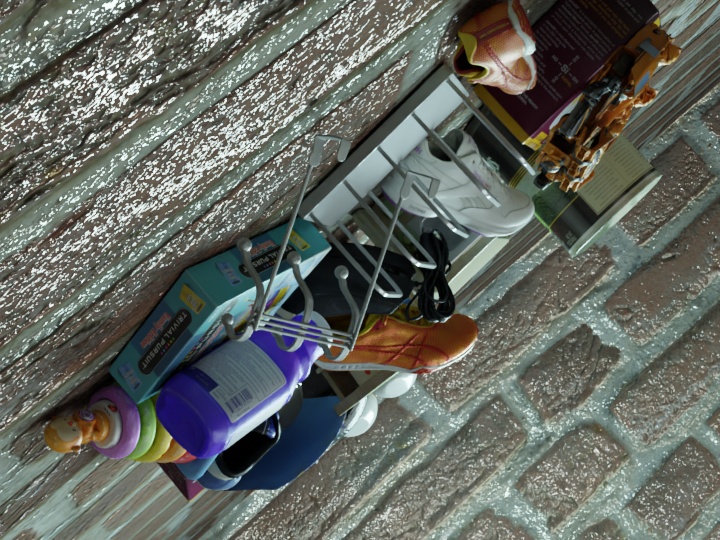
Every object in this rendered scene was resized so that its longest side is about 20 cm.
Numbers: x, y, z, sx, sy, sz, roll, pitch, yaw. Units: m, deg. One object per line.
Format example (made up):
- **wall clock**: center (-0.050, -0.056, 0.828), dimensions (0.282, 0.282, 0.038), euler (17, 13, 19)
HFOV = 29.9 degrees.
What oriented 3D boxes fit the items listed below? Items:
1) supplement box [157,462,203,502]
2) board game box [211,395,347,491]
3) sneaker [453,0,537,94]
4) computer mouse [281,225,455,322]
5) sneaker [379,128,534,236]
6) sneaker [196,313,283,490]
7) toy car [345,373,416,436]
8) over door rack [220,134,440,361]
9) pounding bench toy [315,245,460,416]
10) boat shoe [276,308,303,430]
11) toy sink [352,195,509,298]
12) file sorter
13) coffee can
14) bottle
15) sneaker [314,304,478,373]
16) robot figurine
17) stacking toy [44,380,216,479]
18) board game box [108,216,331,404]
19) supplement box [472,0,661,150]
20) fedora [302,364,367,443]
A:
- **supplement box**: center (-0.185, 0.180, 1.580), dimensions (0.131, 0.103, 0.200), euler (-39, 170, -14)
- **board game box**: center (-0.095, 0.226, 1.665), dimensions (0.199, 0.039, 0.158), euler (-11, -147, 42)
- **sneaker**: center (0.124, -0.207, 1.269), dimensions (0.076, 0.074, 0.200), euler (-21, 170, 8)
- **computer mouse**: center (0.000, 0.000, 1.452), dimensions (0.139, 0.198, 0.053), euler (-90, 175, -49)
- **sneaker**: center (0.121, -0.097, 1.476), dimensions (0.198, 0.075, 0.100), euler (11, 119, -34)
- **sneaker**: center (-0.112, 0.137, 1.430), dimensions (0.115, 0.080, 0.201), euler (-19, -129, 67)
- **toy car**: center (-0.026, 0.122, 1.933), dimensions (0.149, 0.176, 0.200), euler (24, 120, -40)
- **over door rack**: center (-0.032, -0.022, 1.213), dimensions (0.147, 0.066, 0.201), euler (15, 107, -50)
- **pounding bench toy**: center (0.019, 0.048, 1.653), dimensions (0.199, 0.157, 0.124), euler (-30, 172, -48)
- **boat shoe**: center (-0.108, 0.103, 1.591), dimensions (0.075, 0.061, 0.201), euler (-44, 146, -31)
- **toy sink**: center (0.090, -0.052, 1.599), dimensions (0.112, 0.131, 0.200), euler (-44, 170, 10)
- **file sorter**: center (0.059, -0.080, 1.342), dimensions (0.200, 0.125, 0.139), euler (-43, 171, 8)
- **coffee can**: center (0.242, -0.138, 1.626), dimensions (0.146, 0.200, 0.146), euler (-40, 171, -8)
- **bottle**: center (-0.105, 0.101, 1.308), dimensions (0.200, 0.083, 0.066), euler (-35, 162, -44)
- **sneaker**: center (0.038, 0.067, 1.488), dimensions (0.198, 0.073, 0.078), euler (-3, 129, -16)
- **robot figurine**: center (0.250, -0.161, 1.388), dimensions (0.200, 0.058, 0.145), euler (-48, 167, -29)
- **stacking toy**: center (-0.226, 0.144, 1.308), dimensions (0.199, 0.116, 0.110), euler (-4, 135, -53)
- **board game box**: center (-0.132, 0.035, 1.301), dimensions (0.151, 0.047, 0.200), euler (-48, 170, 33)
- **supplement box**: center (0.228, -0.233, 1.479), dimensions (0.200, 0.086, 0.110), euler (-44, 171, 12)
- **fedora**: center (-0.091, 0.152, 1.810), dimensions (0.200, 0.201, 0.092), euler (-43, -156, 6)
